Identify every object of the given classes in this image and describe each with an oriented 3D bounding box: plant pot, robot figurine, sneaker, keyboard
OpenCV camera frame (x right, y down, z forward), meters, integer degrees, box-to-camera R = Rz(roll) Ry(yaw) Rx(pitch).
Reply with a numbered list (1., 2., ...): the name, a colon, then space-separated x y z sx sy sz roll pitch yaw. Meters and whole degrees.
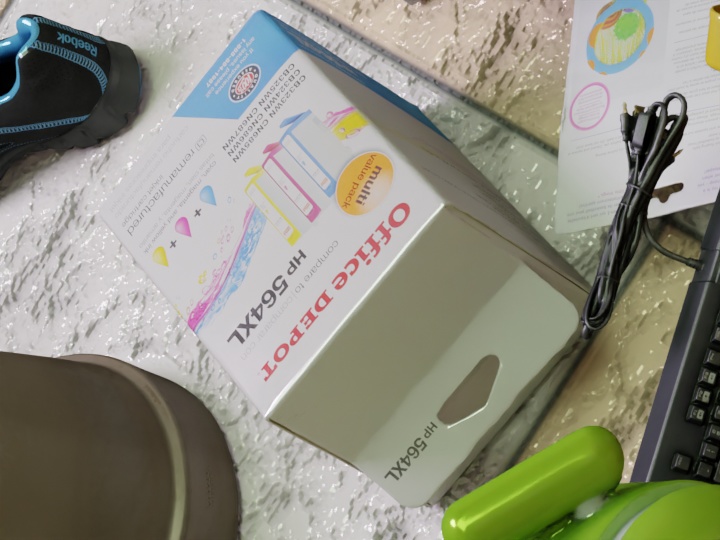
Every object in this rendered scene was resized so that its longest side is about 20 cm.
1. plant pot: -0.187 0.115 1.413 0.200 0.173 0.200 -18 59 32
2. robot figurine: 0.108 0.142 1.165 0.116 0.176 0.200 -37 15 -31
3. sneaker: -0.215 -0.083 1.600 0.200 0.082 0.073 -29 54 28
4. keyboard: 0.153 0.002 1.220 0.021 0.127 0.200 131 157 -80

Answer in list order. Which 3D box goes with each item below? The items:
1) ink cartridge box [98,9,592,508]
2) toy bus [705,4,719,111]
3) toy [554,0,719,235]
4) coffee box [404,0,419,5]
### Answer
1. ink cartridge box: 0.000 0.000 1.341 0.129 0.125 0.200 -51 45 8
2. toy bus: 0.228 -0.008 1.148 0.200 0.136 0.192 23 112 41
3. toy: 0.151 -0.111 1.321 0.115 0.047 0.200 -13 64 39
4. coffee box: 0.072 -0.233 1.427 0.200 0.080 0.113 -30 53 27
